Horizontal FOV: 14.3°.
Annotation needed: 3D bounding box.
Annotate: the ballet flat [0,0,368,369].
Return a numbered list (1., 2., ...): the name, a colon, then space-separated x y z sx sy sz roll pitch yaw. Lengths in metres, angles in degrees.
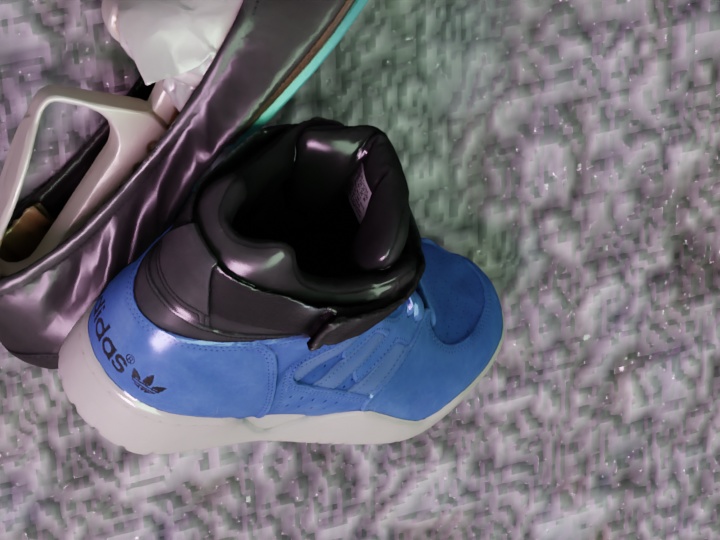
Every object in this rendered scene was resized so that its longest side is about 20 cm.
1. ballet flat: -0.068 -0.054 0.958 0.068 0.068 0.200 32 100 -26

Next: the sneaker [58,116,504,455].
1. sneaker: 0.001 0.001 0.970 0.200 0.077 0.111 -4 145 -45
